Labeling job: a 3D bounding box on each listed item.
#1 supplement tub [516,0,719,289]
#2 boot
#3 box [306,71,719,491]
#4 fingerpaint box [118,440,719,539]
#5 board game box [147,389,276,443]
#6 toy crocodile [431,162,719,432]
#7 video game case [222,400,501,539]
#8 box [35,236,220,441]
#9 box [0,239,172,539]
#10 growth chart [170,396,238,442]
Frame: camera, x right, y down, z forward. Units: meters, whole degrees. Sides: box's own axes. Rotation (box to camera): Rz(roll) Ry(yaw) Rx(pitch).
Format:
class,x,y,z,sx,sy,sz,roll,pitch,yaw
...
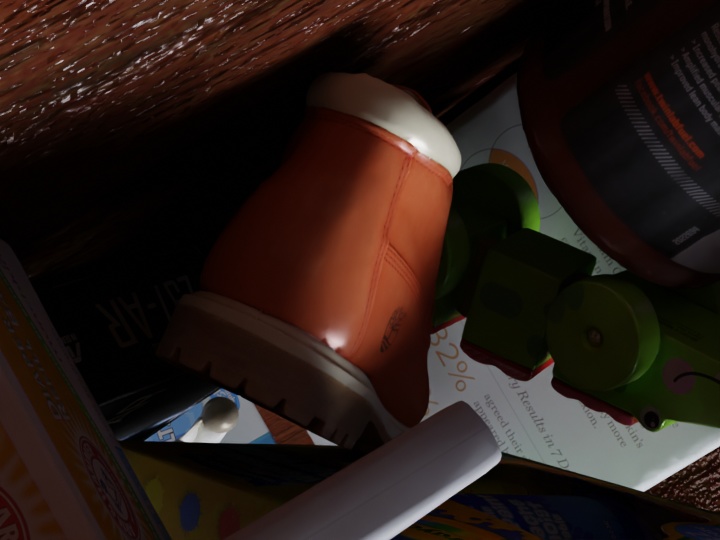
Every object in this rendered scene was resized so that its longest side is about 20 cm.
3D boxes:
class,x,y,z,sx,sy,sz,roll,pitch,yaw
supplement tub,0.149,-0.082,0.777,0.200,0.107,0.107,-36,171,38
boot,0.000,0.000,0.774,0.200,0.075,0.108,61,52,-81
box,0.077,0.014,0.957,0.200,0.153,0.106,-35,172,35
fingerpaint box,0.030,0.103,0.795,0.166,0.074,0.200,4,-176,-33
board game box,-0.112,0.155,1.165,0.200,0.151,0.047,-30,172,-7
toy crocodile,0.062,0.012,0.858,0.067,0.200,0.062,-22,132,-55
video game case,-0.078,0.112,0.636,0.182,0.024,0.200,-38,172,41
box,-0.135,0.063,0.870,0.200,0.044,0.160,-35,173,30
box,-0.159,0.084,0.649,0.200,0.113,0.101,-32,173,2
growth chart,-0.130,0.104,0.928,0.200,0.018,0.145,-28,173,-27
